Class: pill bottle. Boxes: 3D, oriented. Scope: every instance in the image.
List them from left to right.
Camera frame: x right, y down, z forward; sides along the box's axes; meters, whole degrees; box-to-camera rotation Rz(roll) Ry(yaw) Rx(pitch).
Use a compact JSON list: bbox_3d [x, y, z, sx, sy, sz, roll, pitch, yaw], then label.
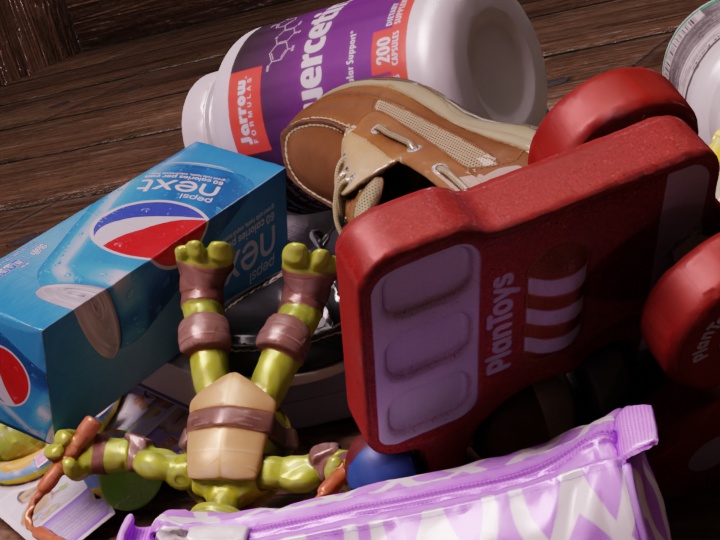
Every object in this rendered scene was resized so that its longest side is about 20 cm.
[{"bbox_3d":[-0.003,-0.093,0.870,0.200,0.113,0.112,-9,17,38],"label":"pill bottle"},{"bbox_3d":[0.261,-0.112,0.996,0.113,0.113,0.200,-15,16,8],"label":"pill bottle"}]

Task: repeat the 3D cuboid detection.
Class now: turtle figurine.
[{"bbox_3d":[-0.048,0.068,0.716,0.200,0.064,0.161,-2,61,19],"label":"turtle figurine"}]

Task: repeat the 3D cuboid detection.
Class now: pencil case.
[{"bbox_3d":[0.014,0.104,0.559,0.200,0.086,0.084,-14,26,9],"label":"pencil case"}]

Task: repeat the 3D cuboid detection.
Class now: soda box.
[{"bbox_3d":[-0.117,0.005,0.796,0.064,0.068,0.200,17,34,26],"label":"soda box"}]

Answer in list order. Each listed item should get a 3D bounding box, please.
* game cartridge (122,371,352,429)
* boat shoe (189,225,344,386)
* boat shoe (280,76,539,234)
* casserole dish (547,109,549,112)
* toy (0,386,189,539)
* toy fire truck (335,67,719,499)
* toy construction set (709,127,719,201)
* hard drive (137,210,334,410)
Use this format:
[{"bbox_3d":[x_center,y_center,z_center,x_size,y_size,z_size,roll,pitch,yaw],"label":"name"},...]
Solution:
[{"bbox_3d":[-0.040,0.052,0.897,0.200,0.041,0.133,-11,13,22],"label":"game cartridge"},{"bbox_3d":[0.002,0.001,0.809,0.199,0.066,0.075,-15,41,-24],"label":"boat shoe"},{"bbox_3d":[0.021,-0.041,0.732,0.074,0.076,0.200,-30,29,-30],"label":"boat shoe"},{"bbox_3d":[0.063,-0.082,0.989,0.121,0.039,0.200,-9,16,13],"label":"casserole dish"},{"bbox_3d":[-0.170,0.077,0.852,0.115,0.047,0.200,-40,33,-20],"label":"toy"},{"bbox_3d":[0.069,0.026,0.600,0.168,0.200,0.112,-19,53,-14],"label":"toy fire truck"},{"bbox_3d":[0.219,-0.069,0.823,0.200,0.131,0.092,-43,61,-2],"label":"toy construction set"},{"bbox_3d":[-0.064,0.009,0.885,0.132,0.025,0.200,21,35,32],"label":"hard drive"}]
